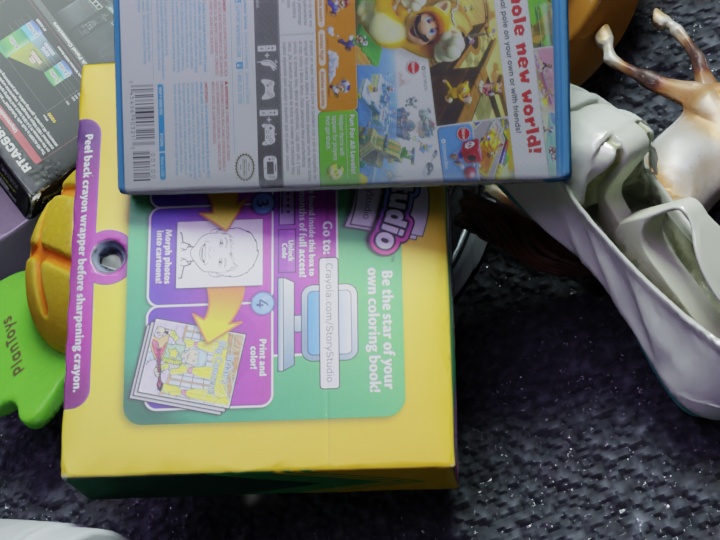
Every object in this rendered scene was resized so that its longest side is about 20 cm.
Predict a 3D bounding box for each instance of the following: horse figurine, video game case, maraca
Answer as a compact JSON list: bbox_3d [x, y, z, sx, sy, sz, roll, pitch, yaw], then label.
[{"bbox_3d":[0.141,-0.057,0.728,0.200,0.050,0.133,-40,60,-13],"label":"horse figurine"},{"bbox_3d":[-0.010,-0.107,0.645,0.199,0.018,0.144,-1,90,11],"label":"video game case"},{"bbox_3d":[-0.129,0.002,0.789,0.200,0.107,0.137,-37,41,8],"label":"maraca"}]

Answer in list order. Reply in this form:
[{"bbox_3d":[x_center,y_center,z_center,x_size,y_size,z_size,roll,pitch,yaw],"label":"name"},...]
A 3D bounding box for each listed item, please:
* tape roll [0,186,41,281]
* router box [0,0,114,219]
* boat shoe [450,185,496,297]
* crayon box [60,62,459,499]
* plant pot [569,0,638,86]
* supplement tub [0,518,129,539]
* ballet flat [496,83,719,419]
[{"bbox_3d":[-0.240,-0.073,0.948,0.202,0.037,0.203,-14,50,17],"label":"tape roll"},{"bbox_3d":[-0.186,-0.152,0.843,0.150,0.062,0.200,-37,91,-18],"label":"router box"},{"bbox_3d":[0.000,0.000,0.749,0.072,0.068,0.200,22,67,37],"label":"boat shoe"},{"bbox_3d":[-0.043,0.001,0.686,0.172,0.058,0.201,-2,71,4],"label":"crayon box"},{"bbox_3d":[0.026,-0.185,0.751,0.200,0.183,0.201,-3,84,26],"label":"plant pot"},{"bbox_3d":[-0.203,0.176,0.674,0.199,0.132,0.132,-2,55,25],"label":"supplement tub"},{"bbox_3d":[0.120,-0.027,0.654,0.069,0.069,0.200,-36,80,-2],"label":"ballet flat"}]
